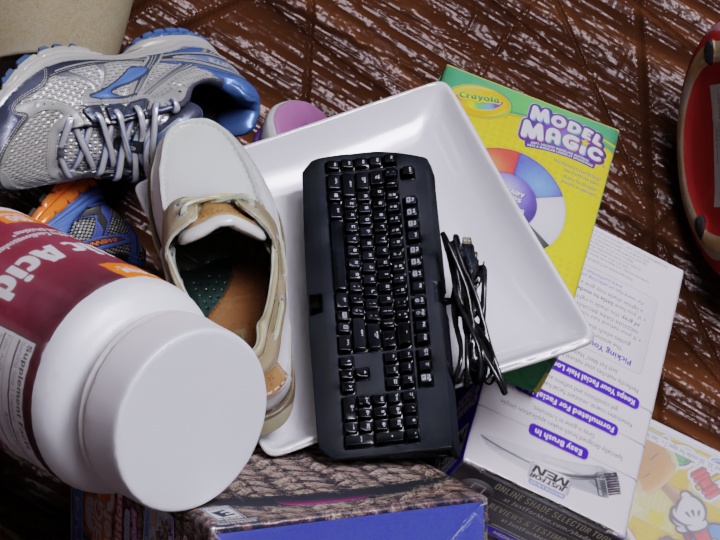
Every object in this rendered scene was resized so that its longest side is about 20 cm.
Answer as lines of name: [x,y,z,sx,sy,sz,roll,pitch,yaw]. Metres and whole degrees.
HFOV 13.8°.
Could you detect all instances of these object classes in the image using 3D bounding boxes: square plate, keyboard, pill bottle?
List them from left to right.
pill bottle: [-0.146,0.046,1.536,0.114,0.115,0.199,-26,32,-33]
square plate: [0.000,0.000,1.663,0.197,0.029,0.201,-19,57,-15]
keyboard: [0.023,0.010,1.616,0.103,0.040,0.201,-3,55,-3]

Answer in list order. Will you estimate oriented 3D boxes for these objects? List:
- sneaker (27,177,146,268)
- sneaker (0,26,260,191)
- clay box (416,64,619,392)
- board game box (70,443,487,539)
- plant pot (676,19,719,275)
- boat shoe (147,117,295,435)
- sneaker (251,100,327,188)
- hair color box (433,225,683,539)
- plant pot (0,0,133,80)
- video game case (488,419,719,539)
sneaker: [-0.183,0.027,1.689,0.078,0.075,0.200,36,55,-4]
sneaker: [-0.134,-0.086,1.702,0.085,0.077,0.199,31,38,31]
clay box: [0.080,-0.037,1.751,0.114,0.048,0.201,20,56,-4]
board game box: [-0.047,0.149,1.586,0.158,0.200,0.098,-5,103,-26]
plant pot: [0.306,-0.079,1.896,0.181,0.201,0.202,-2,61,-15]
boat shoe: [-0.072,-0.011,1.609,0.074,0.069,0.201,-12,54,-9]
sneaker: [-0.015,-0.005,1.783,0.200,0.088,0.081,50,30,-16]
hair color box: [0.116,0.067,1.771,0.109,0.065,0.201,26,51,-11]
plant pot: [-0.202,-0.210,1.775,0.186,0.187,0.202,1,75,-23]
video game case: [0.169,0.173,1.785,0.199,0.023,0.183,26,54,-8]
